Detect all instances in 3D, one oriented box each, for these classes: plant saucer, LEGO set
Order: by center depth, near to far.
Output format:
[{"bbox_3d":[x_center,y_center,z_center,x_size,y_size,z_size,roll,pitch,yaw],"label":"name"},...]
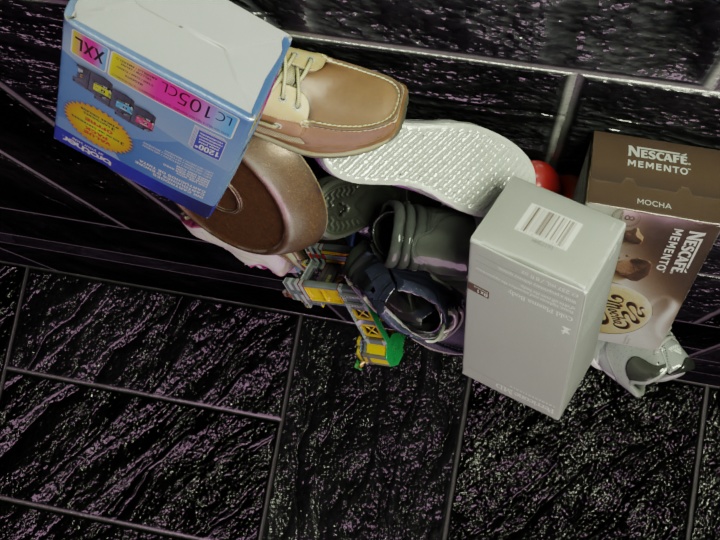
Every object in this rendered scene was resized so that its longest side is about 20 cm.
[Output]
[{"bbox_3d":[-0.121,-0.081,0.907,0.199,0.035,0.201,26,149,17],"label":"plant saucer"},{"bbox_3d":[0.000,0.000,1.107,0.115,0.202,0.154,6,151,32],"label":"LEGO set"}]

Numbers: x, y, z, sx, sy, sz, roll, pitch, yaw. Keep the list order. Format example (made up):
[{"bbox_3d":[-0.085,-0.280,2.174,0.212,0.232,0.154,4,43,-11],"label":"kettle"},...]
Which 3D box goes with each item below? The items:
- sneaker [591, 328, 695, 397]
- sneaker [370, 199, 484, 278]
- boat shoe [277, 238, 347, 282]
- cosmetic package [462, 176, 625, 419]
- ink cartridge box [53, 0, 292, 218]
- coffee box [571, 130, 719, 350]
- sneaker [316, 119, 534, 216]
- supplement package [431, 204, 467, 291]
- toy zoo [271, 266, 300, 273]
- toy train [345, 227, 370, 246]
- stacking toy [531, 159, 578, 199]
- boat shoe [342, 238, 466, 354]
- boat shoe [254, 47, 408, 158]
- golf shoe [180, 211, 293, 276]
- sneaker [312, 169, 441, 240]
[{"bbox_3d":[0.328,0.051,1.083,0.074,0.202,0.116,-5,-143,-35],"label":"sneaker"},{"bbox_3d":[0.059,-0.040,0.953,0.098,0.072,0.200,12,-170,-4],"label":"sneaker"},{"bbox_3d":[-0.093,-0.055,1.134,0.076,0.072,0.200,-5,139,47],"label":"boat shoe"},{"bbox_3d":[0.150,0.028,0.858,0.106,0.090,0.201,24,145,22],"label":"cosmetic package"},{"bbox_3d":[-0.141,-0.120,0.718,0.135,0.077,0.200,28,156,-7],"label":"ink cartridge box"},{"bbox_3d":[0.237,-0.021,0.892,0.112,0.081,0.201,11,146,5],"label":"coffee box"},{"bbox_3d":[0.050,-0.101,0.890,0.198,0.074,0.114,14,-175,-16],"label":"sneaker"},{"bbox_3d":[0.172,-0.022,1.110,0.199,0.118,0.117,17,170,-43],"label":"supplement package"},{"bbox_3d":[-0.097,-0.057,1.254,0.020,0.132,0.199,-37,-159,-30],"label":"toy zoo"},{"bbox_3d":[0.049,-0.043,1.263,0.114,0.088,0.199,15,180,44],"label":"toy train"},{"bbox_3d":[0.227,-0.053,0.983,0.198,0.086,0.085,19,170,-19],"label":"stacking toy"},{"bbox_3d":[0.071,0.049,0.992,0.199,0.075,0.093,29,-167,-34],"label":"boat shoe"},{"bbox_3d":[-0.064,-0.137,0.775,0.198,0.077,0.074,8,166,17],"label":"boat shoe"},{"bbox_3d":[-0.155,-0.042,1.260,0.199,0.075,0.092,17,138,47],"label":"golf shoe"},{"bbox_3d":[-0.007,-0.077,1.014,0.198,0.077,0.113,-17,-159,-42],"label":"sneaker"}]
